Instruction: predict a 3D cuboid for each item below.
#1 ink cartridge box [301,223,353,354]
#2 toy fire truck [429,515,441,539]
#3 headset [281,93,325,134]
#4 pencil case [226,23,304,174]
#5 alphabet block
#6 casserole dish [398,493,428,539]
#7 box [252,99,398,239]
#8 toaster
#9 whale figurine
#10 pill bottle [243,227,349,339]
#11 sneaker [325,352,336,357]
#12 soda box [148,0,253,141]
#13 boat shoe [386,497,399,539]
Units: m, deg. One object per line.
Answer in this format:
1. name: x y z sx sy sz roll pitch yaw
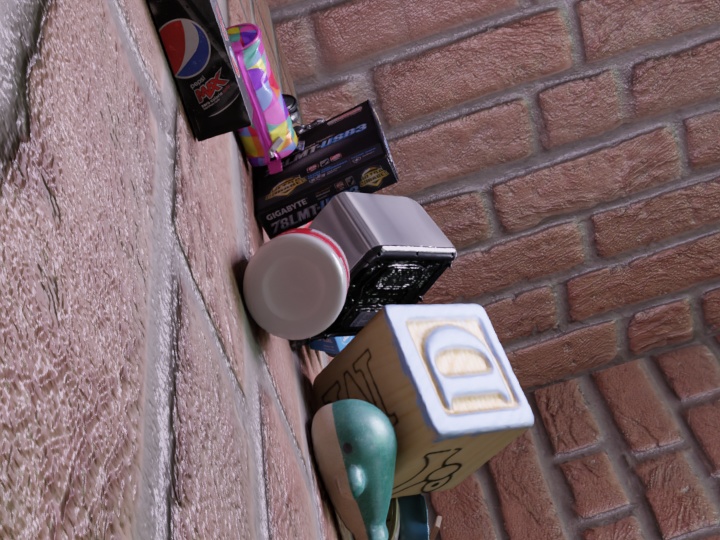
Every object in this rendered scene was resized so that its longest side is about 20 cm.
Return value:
1. ink cartridge box: -0.045 0.007 1.710 0.116 0.067 0.202 -39 122 -38
2. toy fire truck: 0.162 0.645 2.447 0.201 0.128 0.176 60 7 -19
3. headset: -0.125 -0.271 2.159 0.200 0.093 0.125 -140 -148 -74
4. pencil case: -0.146 -0.236 1.586 0.089 0.087 0.201 -104 175 -53
5. alphabet block: 0.082 0.180 1.581 0.200 0.194 0.198 -46 -126 40
6. casserole dish: 0.057 0.406 1.651 0.122 0.038 0.202 -103 -158 -57
7. box: -0.054 -0.145 1.625 0.199 0.198 0.050 -102 166 -58
8. toaster: 0.000 0.000 1.563 0.199 0.181 0.119 0 47 -47
9. whale figurine: 0.008 0.258 1.449 0.159 0.103 0.202 47 25 -85
10. pill bottle: -0.068 0.010 1.308 0.200 0.111 0.114 -81 154 -85
11. sneaker: -0.065 0.035 1.824 0.090 0.077 0.202 -123 -160 -67
12. soda box: -0.172 -0.244 1.211 0.071 0.063 0.202 -99 172 -69
13. boat shoe: 0.017 0.315 1.646 0.069 0.074 0.201 65 9 -51
